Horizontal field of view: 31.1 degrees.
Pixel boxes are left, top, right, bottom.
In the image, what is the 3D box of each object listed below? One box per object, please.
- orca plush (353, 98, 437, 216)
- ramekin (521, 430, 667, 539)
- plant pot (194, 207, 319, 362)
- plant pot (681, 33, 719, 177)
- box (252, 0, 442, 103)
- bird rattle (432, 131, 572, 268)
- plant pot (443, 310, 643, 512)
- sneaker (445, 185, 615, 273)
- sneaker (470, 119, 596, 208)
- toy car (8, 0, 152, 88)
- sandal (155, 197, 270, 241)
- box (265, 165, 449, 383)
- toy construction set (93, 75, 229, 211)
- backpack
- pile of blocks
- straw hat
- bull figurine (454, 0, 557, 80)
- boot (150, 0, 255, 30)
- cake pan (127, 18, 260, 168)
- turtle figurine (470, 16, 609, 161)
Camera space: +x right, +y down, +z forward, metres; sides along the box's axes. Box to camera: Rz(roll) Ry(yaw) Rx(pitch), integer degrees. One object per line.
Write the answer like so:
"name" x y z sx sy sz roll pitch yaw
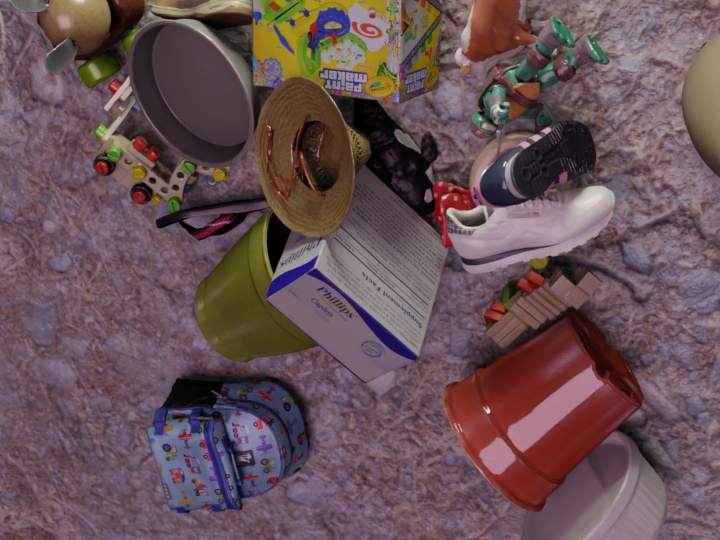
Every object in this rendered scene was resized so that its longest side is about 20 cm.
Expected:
"orca plush" 0.038 -0.153 1.635 0.104 0.071 0.202 -9 109 19
"ramekin" 0.312 0.316 1.687 0.094 0.203 0.202 38 119 -14
"plant pot" -0.115 0.028 1.708 0.192 0.200 0.201 -27 103 38
"plant pot" 0.447 -0.162 1.432 0.185 0.200 0.190 6 114 14
"box" -0.016 -0.312 1.529 0.198 0.122 0.195 11 110 25
"bird rattle" 0.190 -0.093 1.618 0.198 0.113 0.165 19 99 16
"plant pot" 0.242 0.168 1.651 0.195 0.201 0.201 -41 96 20
"sneaker" 0.198 -0.063 1.508 0.198 0.077 0.081 -19 117 12
"sneaker" 0.198 -0.122 1.485 0.082 0.199 0.071 -18 94 41
"toy car" -0.368 -0.311 1.620 0.157 0.200 0.165 -25 103 26
"sandal" -0.186 -0.068 1.738 0.197 0.075 0.046 -8 97 17
"box" 0.000 0.000 1.609 0.184 0.201 0.104 41 134 -23
"toy construction set" -0.277 -0.161 1.717 0.200 0.092 0.131 46 118 -5
"backpack" -0.181 0.250 1.842 0.197 0.135 0.185 -3 112 15
"pile of blocks" 0.219 0.025 1.631 0.062 0.083 0.200 37 141 -15
"straw hat" -0.037 -0.139 1.534 0.200 0.084 0.204 21 117 48
"bull figurine" 0.178 -0.311 1.528 0.120 0.065 0.202 7 122 3
"boot" -0.185 -0.382 1.601 0.199 0.071 0.157 9 91 51
"cake pan" -0.203 -0.224 1.609 0.199 0.037 0.202 22 134 25
"turtle figurine" 0.188 -0.198 1.506 0.200 0.149 0.101 -48 66 28
